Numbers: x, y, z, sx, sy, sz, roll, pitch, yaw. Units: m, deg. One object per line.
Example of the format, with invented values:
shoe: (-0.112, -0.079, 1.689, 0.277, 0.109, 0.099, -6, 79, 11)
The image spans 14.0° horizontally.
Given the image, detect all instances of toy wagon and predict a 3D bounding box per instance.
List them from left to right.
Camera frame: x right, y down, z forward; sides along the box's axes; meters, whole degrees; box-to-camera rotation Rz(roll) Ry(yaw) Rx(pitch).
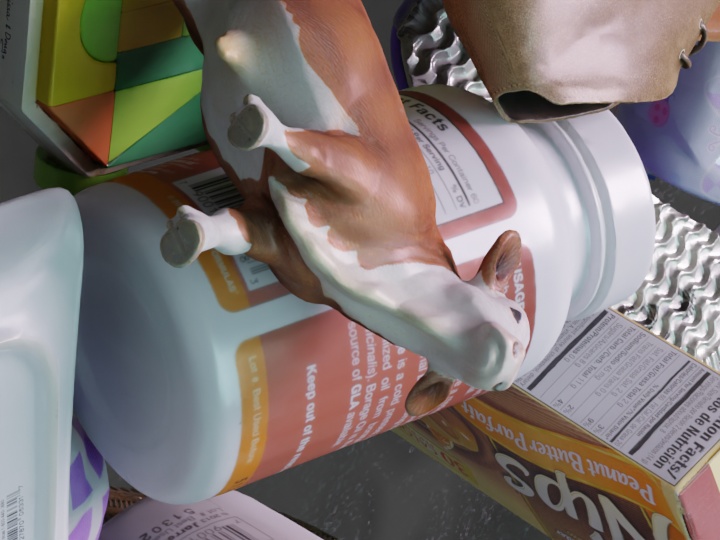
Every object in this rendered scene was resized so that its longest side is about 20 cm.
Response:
toy wagon: (-0.044, -0.110, 1.014, 0.200, 0.040, 0.155, -18, 127, -41)

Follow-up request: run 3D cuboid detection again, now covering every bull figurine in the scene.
bull figurine: (-0.018, -0.042, 0.915, 0.065, 0.200, 0.121, -38, 150, 22)

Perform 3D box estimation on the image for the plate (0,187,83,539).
plate: (-0.158, 0.091, 0.890, 0.200, 0.032, 0.200, -22, 129, -39)

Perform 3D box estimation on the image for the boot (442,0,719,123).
boot: (0.099, -0.095, 1.053, 0.200, 0.074, 0.076, -14, 85, -49)

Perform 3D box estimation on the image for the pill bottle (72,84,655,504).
pill bottle: (0.000, 0.000, 1.018, 0.200, 0.112, 0.112, -18, 128, -31)

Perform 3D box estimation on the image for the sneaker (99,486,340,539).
sneaker: (-0.076, 0.144, 1.123, 0.200, 0.070, 0.109, 13, 99, -45)

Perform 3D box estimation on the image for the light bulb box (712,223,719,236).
light bulb box: (0.237, 0.053, 1.378, 0.200, 0.125, 0.198, -49, 142, -15)

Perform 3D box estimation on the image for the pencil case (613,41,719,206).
pencil case: (0.178, -0.119, 1.225, 0.091, 0.083, 0.200, 11, 105, -38)

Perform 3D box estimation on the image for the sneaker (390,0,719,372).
sneaker: (0.066, -0.031, 1.166, 0.070, 0.100, 0.200, -47, 111, -17)

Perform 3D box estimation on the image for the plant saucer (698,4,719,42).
plant saucer: (0.147, -0.174, 1.114, 0.200, 0.037, 0.200, -2, 134, -2)

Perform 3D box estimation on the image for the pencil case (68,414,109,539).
pencil case: (-0.160, 0.044, 0.954, 0.085, 0.084, 0.200, -22, 142, 15)

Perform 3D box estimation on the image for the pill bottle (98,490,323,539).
pill bottle: (-0.013, 0.157, 0.998, 0.114, 0.200, 0.114, -15, 115, -35)

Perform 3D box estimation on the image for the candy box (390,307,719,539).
candy box: (0.076, 0.055, 1.131, 0.055, 0.200, 0.115, -45, 141, -17)
